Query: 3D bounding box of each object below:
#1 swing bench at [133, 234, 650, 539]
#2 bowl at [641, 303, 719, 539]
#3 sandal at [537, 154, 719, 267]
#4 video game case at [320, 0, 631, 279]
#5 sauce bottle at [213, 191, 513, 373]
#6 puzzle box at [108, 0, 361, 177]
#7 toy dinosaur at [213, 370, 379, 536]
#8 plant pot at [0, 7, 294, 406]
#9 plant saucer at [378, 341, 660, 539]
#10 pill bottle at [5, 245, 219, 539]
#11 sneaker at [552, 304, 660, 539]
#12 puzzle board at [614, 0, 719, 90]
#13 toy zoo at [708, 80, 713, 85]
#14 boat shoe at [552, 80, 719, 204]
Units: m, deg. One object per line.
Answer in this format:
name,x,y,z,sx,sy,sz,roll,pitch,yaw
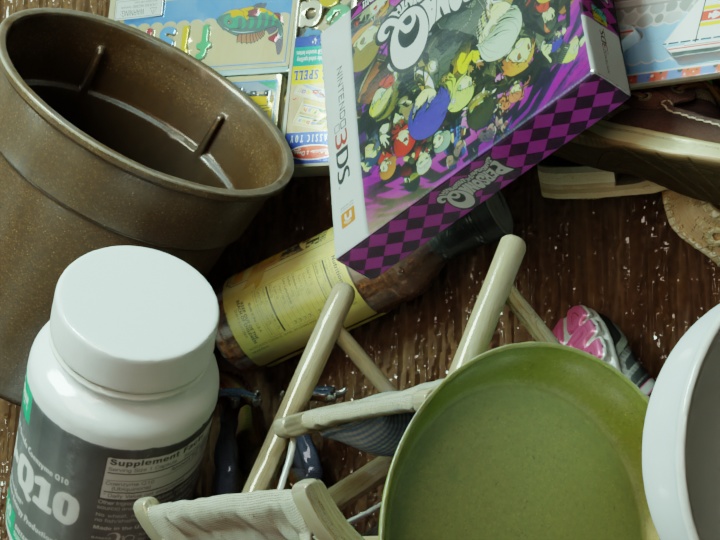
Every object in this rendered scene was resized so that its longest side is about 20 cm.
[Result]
swing bench,0.014,0.104,1.185,0.200,0.130,0.199,-49,18,-26
bowl,0.211,0.094,1.102,0.090,0.201,0.202,-7,71,58
sandal,0.203,-0.036,1.262,0.211,0.078,0.070,0,108,36
video game case,0.058,-0.117,1.230,0.200,0.036,0.182,-35,43,33
sauce bottle,0.000,0.000,1.353,0.200,0.066,0.066,-25,66,19
puzzle box,-0.087,-0.126,1.455,0.199,0.025,0.134,-2,77,28
toy dinosaur,-0.042,0.163,1.345,0.105,0.200,0.182,-3,97,-10
plant pot,-0.173,-0.028,1.375,0.200,0.200,0.199,45,118,30
plant saucer,0.085,0.137,1.088,0.031,0.199,0.201,-11,69,56
pill bottle,-0.146,0.089,1.293,0.113,0.113,0.200,45,139,30
sneaker,0.164,0.099,1.235,0.074,0.087,0.200,-60,33,26
puzzle board,0.157,-0.165,1.216,0.200,0.017,0.151,-5,56,38
toy zoo,0.262,-0.170,1.250,0.200,0.020,0.132,-26,71,5
boat shoe,0.166,-0.088,1.206,0.200,0.072,0.072,18,81,50
